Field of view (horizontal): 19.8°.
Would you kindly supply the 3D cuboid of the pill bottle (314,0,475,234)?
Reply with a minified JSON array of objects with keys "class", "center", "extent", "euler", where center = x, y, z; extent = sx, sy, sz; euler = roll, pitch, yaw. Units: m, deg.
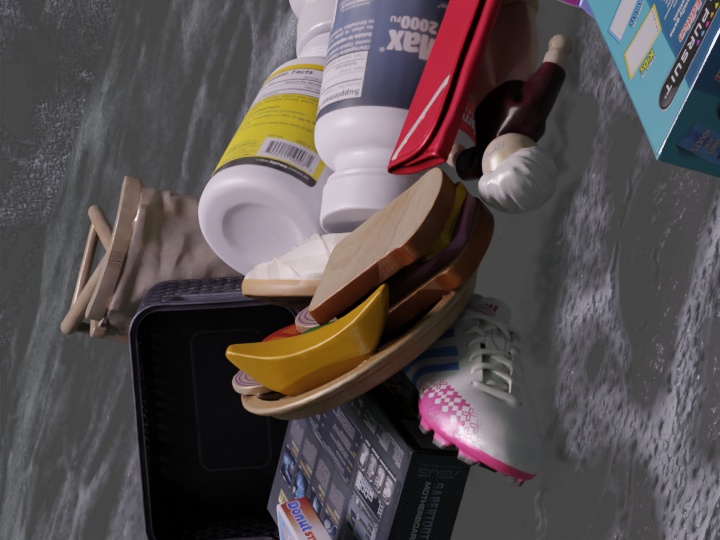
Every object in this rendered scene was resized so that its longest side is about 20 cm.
[{"class":"pill bottle","center":[0.030,-0.122,1.497],"extent":[0.120,0.119,0.201],"euler":[143,138,-65]}]

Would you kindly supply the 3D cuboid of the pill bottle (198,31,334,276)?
[{"class":"pill bottle","center":[-0.041,-0.092,1.602],"extent":[0.113,0.112,0.201],"euler":[-57,5,48]}]

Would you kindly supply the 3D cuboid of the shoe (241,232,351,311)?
[{"class":"shoe","center":[0.000,0.000,1.477],"extent":[0.199,0.070,0.054],"euler":[-2,72,36]}]

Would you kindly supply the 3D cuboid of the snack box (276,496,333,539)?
[{"class":"snack box","center":[-0.027,0.255,1.380],"extent":[0.072,0.024,0.201],"euler":[-127,29,-58]}]

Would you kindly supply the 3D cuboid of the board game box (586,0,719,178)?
[{"class":"board game box","center":[0.190,-0.167,1.121],"extent":[0.200,0.047,0.152],"euler":[-101,30,-56]}]

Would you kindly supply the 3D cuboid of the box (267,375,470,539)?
[{"class":"box","center":[0.002,0.147,1.410],"extent":[0.200,0.051,0.159],"euler":[-130,50,-59]}]

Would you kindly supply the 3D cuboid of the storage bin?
[{"class":"storage bin","center":[-0.103,0.112,1.606],"extent":[0.094,0.134,0.202],"euler":[-92,-1,-78]}]

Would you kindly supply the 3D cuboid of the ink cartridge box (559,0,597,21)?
[{"class":"ink cartridge box","center":[0.150,-0.284,1.370],"extent":[0.200,0.043,0.198],"euler":[-116,43,-68]}]

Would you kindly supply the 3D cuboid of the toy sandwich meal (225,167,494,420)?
[{"class":"toy sandwich meal","center":[-0.005,0.017,1.330],"extent":[0.204,0.070,0.205],"euler":[-32,15,10]}]

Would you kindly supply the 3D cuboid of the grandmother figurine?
[{"class":"grandmother figurine","center":[0.095,-0.108,1.370],"extent":[0.122,0.060,0.201],"euler":[-58,23,34]}]

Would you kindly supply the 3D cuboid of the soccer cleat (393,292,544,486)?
[{"class":"soccer cleat","center":[0.072,0.063,1.286],"extent":[0.087,0.070,0.200],"euler":[-62,21,8]}]

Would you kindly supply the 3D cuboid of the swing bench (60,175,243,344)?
[{"class":"swing bench","center":[-0.144,0.012,1.829],"extent":[0.200,0.198,0.131],"euler":[163,120,-72]}]

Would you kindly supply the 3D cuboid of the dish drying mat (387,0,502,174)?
[{"class":"dish drying mat","center":[0.067,-0.160,1.377],"extent":[0.077,0.018,0.201],"euler":[-19,50,66]}]

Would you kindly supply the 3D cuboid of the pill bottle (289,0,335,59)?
[{"class":"pill bottle","center":[-0.004,-0.255,1.731],"extent":[0.114,0.114,0.201],"euler":[125,155,-50]}]
